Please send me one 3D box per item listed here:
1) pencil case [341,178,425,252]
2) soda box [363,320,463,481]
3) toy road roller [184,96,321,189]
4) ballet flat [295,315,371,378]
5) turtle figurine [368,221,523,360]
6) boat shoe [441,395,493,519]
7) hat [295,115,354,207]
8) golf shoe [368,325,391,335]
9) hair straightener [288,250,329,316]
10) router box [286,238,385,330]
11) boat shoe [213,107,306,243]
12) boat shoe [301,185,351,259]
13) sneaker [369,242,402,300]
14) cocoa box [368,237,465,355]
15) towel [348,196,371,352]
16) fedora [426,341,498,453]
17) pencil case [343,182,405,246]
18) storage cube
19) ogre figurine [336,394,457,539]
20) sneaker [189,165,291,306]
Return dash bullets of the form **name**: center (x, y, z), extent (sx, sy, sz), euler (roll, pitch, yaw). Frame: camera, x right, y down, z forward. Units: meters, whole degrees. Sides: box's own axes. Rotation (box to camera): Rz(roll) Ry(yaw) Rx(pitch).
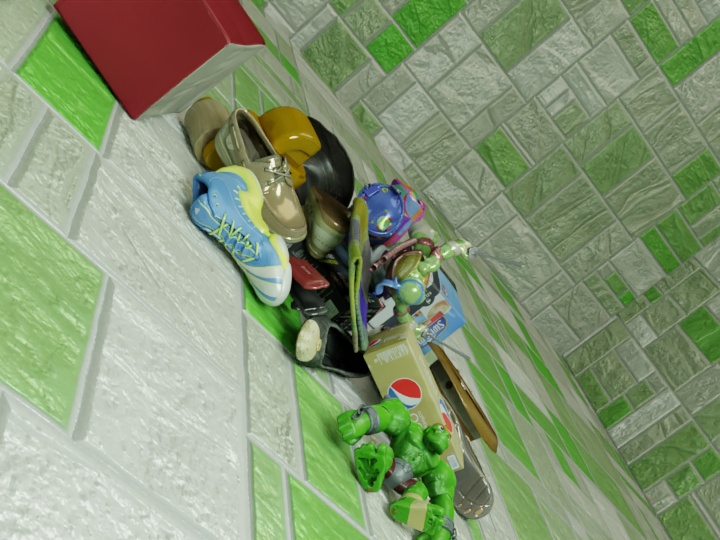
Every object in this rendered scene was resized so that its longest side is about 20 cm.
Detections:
- **pencil case**: center (0.026, -0.062, 1.521), extent (0.088, 0.200, 0.088), euler (40, 10, -9)
- **soda box**: center (0.073, 0.175, 1.180), extent (0.068, 0.063, 0.202), euler (-74, 142, -71)
- **toy road roller**: center (-0.153, -0.195, 1.333), extent (0.200, 0.146, 0.124), euler (39, 17, -45)
- **ballet flat**: center (-0.031, 0.098, 1.124), extent (0.056, 0.067, 0.200), euler (17, -5, 23)
- **turtle figurine**: center (0.104, 0.021, 1.240), extent (0.194, 0.197, 0.146), euler (-101, -168, -67)
- **boat shoe**: center (0.126, 0.262, 1.273), extent (0.202, 0.074, 0.073), euler (65, 6, 17)
- **hat**: center (-0.101, -0.151, 1.471), extent (0.080, 0.201, 0.202), euler (-25, 73, -36)
- **golf shoe**: center (0.042, 0.131, 1.309), extent (0.094, 0.078, 0.200), euler (42, 0, -2)
- **hair straightener**: center (-0.097, 0.015, 1.148), extent (0.040, 0.078, 0.200), euler (-10, 26, -29)
- **router box**: center (-0.051, 0.013, 1.315), extent (0.151, 0.062, 0.200), euler (53, 12, 12)
- **boat shoe**: center (-0.129, -0.128, 1.192), extent (0.072, 0.065, 0.201), euler (-16, 67, -42)
- **boat shoe**: center (-0.056, -0.072, 1.279), extent (0.073, 0.063, 0.200), euler (33, 12, -9)
- **sneaker**: center (0.046, 0.009, 1.420), extent (0.088, 0.074, 0.200), euler (63, 20, 7)
- **cocoa box**: center (0.091, 0.049, 1.567), extent (0.132, 0.133, 0.200), euler (49, 12, -14)
- **towel**: center (0.000, 0.000, 1.178), extent (0.201, 0.022, 0.146), euler (-86, 174, -65)
- **fedora**: center (0.136, 0.209, 1.375), extent (0.202, 0.081, 0.201), euler (56, 5, -7)
- **pencil case**: center (0.015, -0.081, 1.381), extent (0.200, 0.077, 0.088), euler (138, -70, -79)
- **storage cube**: center (-0.264, -0.329, 1.196), extent (0.181, 0.199, 0.171), euler (55, 15, -5)
- **ogre figurine**: center (0.053, 0.227, 1.037), extent (0.199, 0.099, 0.120), euler (37, 30, 2)
- **sneaker**: center (-0.160, -0.043, 1.102), extent (0.104, 0.076, 0.202), euler (1, 54, -41)
